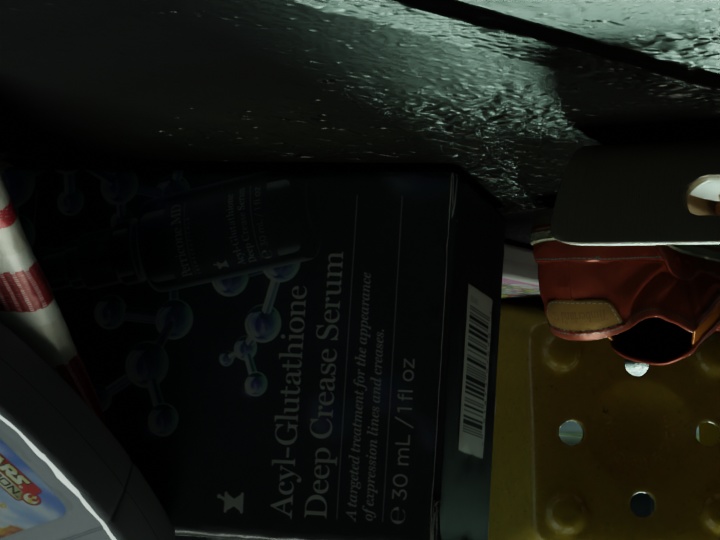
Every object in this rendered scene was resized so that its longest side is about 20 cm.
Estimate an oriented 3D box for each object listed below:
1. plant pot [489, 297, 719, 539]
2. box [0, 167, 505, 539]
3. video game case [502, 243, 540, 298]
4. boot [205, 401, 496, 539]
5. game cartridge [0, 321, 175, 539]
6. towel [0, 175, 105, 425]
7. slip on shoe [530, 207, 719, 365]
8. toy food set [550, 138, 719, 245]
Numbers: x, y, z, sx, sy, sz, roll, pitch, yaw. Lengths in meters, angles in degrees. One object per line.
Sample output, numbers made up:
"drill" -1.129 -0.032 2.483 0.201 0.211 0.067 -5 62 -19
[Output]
"plant pot" 0.130 0.101 1.094 0.193 0.197 0.200 1 167 -7
"box" -0.048 0.038 0.835 0.199 0.149 0.107 1 172 16
"video game case" 0.000 0.000 1.022 0.199 0.018 0.143 -3 170 43
"boot" -0.008 0.120 0.917 0.074 0.200 0.096 44 -176 17
"game cartridge" -0.168 0.062 0.742 0.133 0.042 0.200 -20 126 37
"towel" -0.178 0.007 0.733 0.143 0.023 0.201 2 137 16
"slip on shoe" 0.134 0.013 0.900 0.074 0.062 0.200 -3 172 30
"toy food set" 0.176 -0.006 0.729 0.143 0.061 0.200 -1 171 31
